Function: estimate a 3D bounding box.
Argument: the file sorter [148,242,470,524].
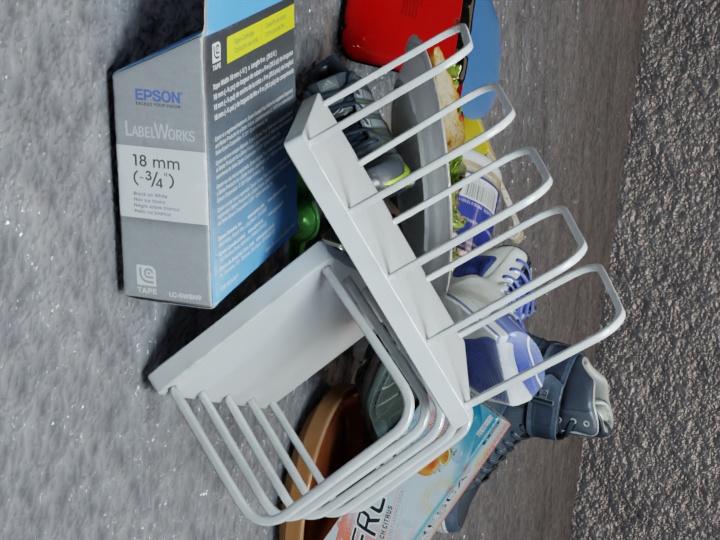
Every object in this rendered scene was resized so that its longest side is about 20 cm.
[{"bbox_3d":[-0.019,0.086,0.901,0.125,0.138,0.200,56,9,16],"label":"file sorter"}]

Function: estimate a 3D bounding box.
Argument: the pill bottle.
[{"bbox_3d":[0.058,-0.009,1.238,0.116,0.115,0.202,52,49,-67],"label":"pill bottle"}]

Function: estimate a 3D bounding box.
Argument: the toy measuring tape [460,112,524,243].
[{"bbox_3d":[0.099,-0.109,1.338,0.074,0.073,0.202,41,28,-70],"label":"toy measuring tape"}]

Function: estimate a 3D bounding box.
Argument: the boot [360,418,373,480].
[{"bbox_3d":[0.032,0.229,1.234,0.139,0.077,0.202,71,32,-64],"label":"boot"}]

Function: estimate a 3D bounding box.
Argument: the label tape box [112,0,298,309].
[{"bbox_3d":[-0.089,-0.098,0.810,0.144,0.063,0.202,-48,142,-63],"label":"label tape box"}]

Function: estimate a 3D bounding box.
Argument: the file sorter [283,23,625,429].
[{"bbox_3d":[0.060,-0.037,0.835,0.201,0.124,0.139,58,10,-13],"label":"file sorter"}]

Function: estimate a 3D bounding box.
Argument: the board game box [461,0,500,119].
[{"bbox_3d":[0.085,-0.247,1.310,0.201,0.039,0.159,66,32,-34],"label":"board game box"}]

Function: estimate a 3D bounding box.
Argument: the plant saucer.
[{"bbox_3d":[-0.030,0.199,1.187,0.200,0.032,0.203,7,90,-73],"label":"plant saucer"}]

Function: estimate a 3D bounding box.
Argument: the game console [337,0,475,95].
[{"bbox_3d":[0.052,-0.263,1.177,0.118,0.171,0.202,-176,-85,-66],"label":"game console"}]

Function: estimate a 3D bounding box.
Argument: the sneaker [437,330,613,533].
[{"bbox_3d":[0.144,0.155,1.198,0.077,0.145,0.204,-8,113,-71],"label":"sneaker"}]

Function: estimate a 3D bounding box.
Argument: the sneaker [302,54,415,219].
[{"bbox_3d":[-0.013,-0.099,0.993,0.200,0.073,0.081,-113,178,-66],"label":"sneaker"}]

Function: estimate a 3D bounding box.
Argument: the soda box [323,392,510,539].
[{"bbox_3d":[0.040,0.188,1.120,0.201,0.063,0.068,-55,161,-1],"label":"soda box"}]

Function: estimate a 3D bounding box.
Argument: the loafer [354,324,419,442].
[{"bbox_3d":[0.019,0.087,1.105,0.072,0.063,0.201,-33,154,-19],"label":"loafer"}]

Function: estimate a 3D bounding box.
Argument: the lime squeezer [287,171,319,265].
[{"bbox_3d":[-0.054,-0.038,0.994,0.201,0.037,0.071,76,28,-52],"label":"lime squeezer"}]

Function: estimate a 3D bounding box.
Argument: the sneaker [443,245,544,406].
[{"bbox_3d":[0.107,0.027,1.094,0.199,0.114,0.081,35,-38,59],"label":"sneaker"}]

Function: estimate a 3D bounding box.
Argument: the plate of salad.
[{"bbox_3d":[0.057,-0.076,1.011,0.200,0.048,0.202,173,-90,-83],"label":"plate of salad"}]

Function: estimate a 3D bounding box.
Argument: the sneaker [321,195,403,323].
[{"bbox_3d":[0.000,0.000,1.106,0.201,0.080,0.084,-70,180,-52],"label":"sneaker"}]
